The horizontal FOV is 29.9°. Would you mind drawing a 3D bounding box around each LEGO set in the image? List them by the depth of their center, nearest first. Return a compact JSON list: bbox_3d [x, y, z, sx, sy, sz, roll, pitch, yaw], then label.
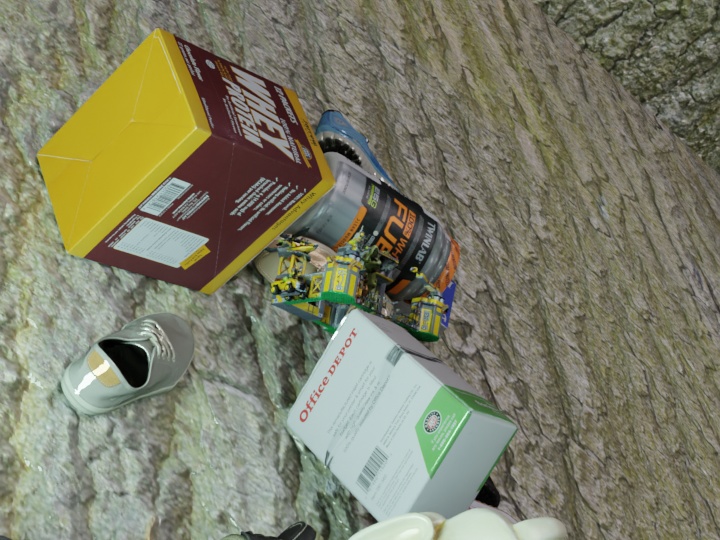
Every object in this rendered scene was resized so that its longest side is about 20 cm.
[{"bbox_3d":[0.000,0.000,1.452,0.200,0.154,0.116,22,68,-33],"label":"LEGO set"}]

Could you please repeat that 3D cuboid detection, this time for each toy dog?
[{"bbox_3d":[0.085,0.278,1.171,0.140,0.194,0.200,46,-13,26],"label":"toy dog"}]

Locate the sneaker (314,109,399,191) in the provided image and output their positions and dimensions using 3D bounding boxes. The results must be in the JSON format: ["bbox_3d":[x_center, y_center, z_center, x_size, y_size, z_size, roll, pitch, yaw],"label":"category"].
[{"bbox_3d":[0.002,-0.140,1.785,0.200,0.078,0.090,53,29,-46],"label":"sneaker"}]

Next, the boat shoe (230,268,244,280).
[{"bbox_3d":[-0.145,-0.074,1.526,0.073,0.063,0.200,29,31,-36],"label":"boat shoe"}]

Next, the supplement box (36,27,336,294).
[{"bbox_3d":[-0.174,-0.102,1.357,0.200,0.197,0.133,19,39,-49],"label":"supplement box"}]

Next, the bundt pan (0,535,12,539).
[{"bbox_3d":[-0.277,0.228,0.870,0.202,0.076,0.202,39,26,-23],"label":"bundt pan"}]

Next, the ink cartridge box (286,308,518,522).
[{"bbox_3d":[0.036,0.152,1.335,0.084,0.146,0.200,22,14,-44],"label":"ink cartridge box"}]

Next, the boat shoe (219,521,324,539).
[{"bbox_3d":[-0.095,0.251,1.140,0.065,0.073,0.200,56,25,2],"label":"boat shoe"}]

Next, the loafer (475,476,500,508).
[{"bbox_3d":[0.071,0.201,1.503,0.200,0.073,0.071,45,13,-15],"label":"loafer"}]

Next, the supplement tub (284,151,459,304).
[{"bbox_3d":[0.013,-0.043,1.607,0.200,0.123,0.123,30,30,-23],"label":"supplement tub"}]

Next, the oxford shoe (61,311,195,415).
[{"bbox_3d":[-0.198,0.077,1.235,0.075,0.058,0.200,49,23,4],"label":"oxford shoe"}]

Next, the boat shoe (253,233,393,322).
[{"bbox_3d":[-0.039,0.028,1.545,0.200,0.074,0.069,31,35,-27],"label":"boat shoe"}]

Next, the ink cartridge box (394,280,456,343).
[{"bbox_3d":[0.034,-0.005,1.732,0.200,0.044,0.094,41,36,-19],"label":"ink cartridge box"}]

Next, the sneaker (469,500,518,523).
[{"bbox_3d":[0.104,0.283,1.425,0.200,0.071,0.113,38,22,-7],"label":"sneaker"}]
